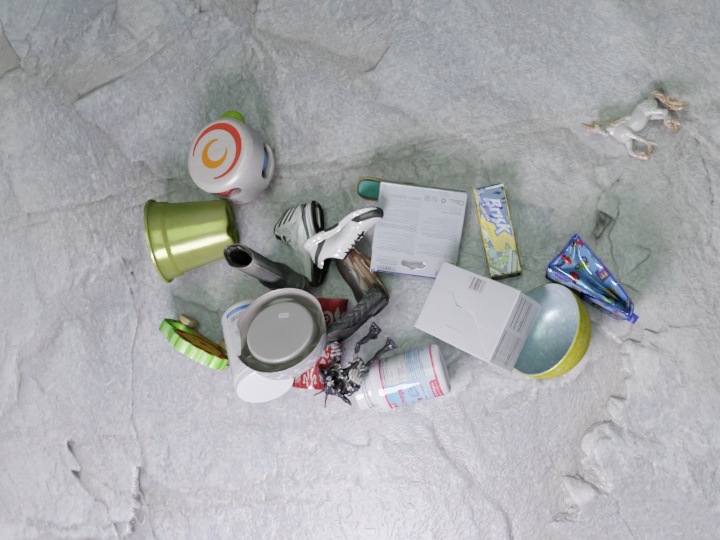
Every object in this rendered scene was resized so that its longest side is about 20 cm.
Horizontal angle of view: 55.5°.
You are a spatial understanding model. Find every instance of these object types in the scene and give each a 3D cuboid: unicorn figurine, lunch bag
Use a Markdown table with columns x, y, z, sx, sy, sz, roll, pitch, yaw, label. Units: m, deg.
| x | y | z | sx | sy | sz | roll | pitch | yaw | label |
| --- | --- | --- | --- | --- | --- | --- | --- | --- | --- |
| 0.588 | -0.309 | 1.468 | 0.199 | 0.074 | 0.138 | -37 | 65 | -9 | unicorn figurine |
| 0.483 | 0.033 | 1.393 | 0.200 | 0.151 | 0.094 | 42 | 93 | 16 | lunch bag |

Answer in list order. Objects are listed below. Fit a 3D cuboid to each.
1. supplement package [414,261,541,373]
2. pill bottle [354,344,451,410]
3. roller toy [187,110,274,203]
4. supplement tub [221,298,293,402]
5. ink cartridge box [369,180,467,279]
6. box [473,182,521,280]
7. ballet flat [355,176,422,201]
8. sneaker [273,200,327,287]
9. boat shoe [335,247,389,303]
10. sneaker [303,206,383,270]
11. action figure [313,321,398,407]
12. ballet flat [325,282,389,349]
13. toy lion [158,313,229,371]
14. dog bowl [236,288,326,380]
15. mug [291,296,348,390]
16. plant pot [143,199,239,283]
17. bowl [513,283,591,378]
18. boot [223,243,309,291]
| x | y | z | sx | sy | sz | roll | pitch | yaw | label |
| --- | --- | --- | --- | --- | --- | --- | --- | --- | --- |
| 0.243 | 0.094 | 1.424 | 0.199 | 0.111 | 0.157 | 24 | 87 | 41 | supplement package |
| 0.088 | 0.237 | 1.479 | 0.198 | 0.109 | 0.110 | -17 | 78 | 11 | pill bottle |
| -0.305 | -0.256 | 1.632 | 0.200 | 0.140 | 0.183 | -47 | 65 | 8 | roller toy |
| -0.232 | 0.175 | 1.520 | 0.131 | 0.132 | 0.201 | -28 | 52 | 8 | supplement tub |
| 0.127 | -0.089 | 1.523 | 0.194 | 0.043 | 0.202 | 8 | 101 | 1 | ink cartridge box |
| 0.301 | -0.084 | 1.499 | 0.069 | 0.064 | 0.202 | -11 | 80 | 12 | box |
| 0.088 | -0.178 | 1.562 | 0.198 | 0.063 | 0.069 | 17 | 106 | 0 | ballet flat |
| -0.142 | -0.057 | 1.610 | 0.114 | 0.075 | 0.203 | -8 | 80 | 27 | sneaker |
| 0.000 | 0.000 | 1.562 | 0.071 | 0.076 | 0.201 | -22 | 77 | -23 | boat shoe |
| -0.027 | -0.071 | 1.500 | 0.199 | 0.074 | 0.081 | -31 | 73 | 21 | sneaker |
| -0.023 | 0.196 | 1.426 | 0.200 | 0.102 | 0.119 | -44 | 63 | -7 | action figure |
| -0.026 | 0.103 | 1.469 | 0.199 | 0.067 | 0.057 | -36 | 70 | -16 | ballet flat |
| -0.379 | 0.166 | 1.558 | 0.199 | 0.192 | 0.069 | 29 | 89 | 16 | toy lion |
| -0.160 | 0.135 | 1.408 | 0.198 | 0.059 | 0.201 | -8 | 52 | 10 | dog bowl |
| -0.105 | 0.161 | 1.548 | 0.132 | 0.177 | 0.202 | 4 | 86 | -23 | mug |
| -0.388 | -0.087 | 1.613 | 0.182 | 0.200 | 0.202 | -12 | 79 | 0 | plant pot |
| 0.404 | 0.137 | 1.407 | 0.107 | 0.200 | 0.202 | 24 | 87 | -27 | bowl |
| -0.230 | -0.005 | 1.523 | 0.181 | 0.199 | 0.073 | 10 | 83 | 42 | boot |
